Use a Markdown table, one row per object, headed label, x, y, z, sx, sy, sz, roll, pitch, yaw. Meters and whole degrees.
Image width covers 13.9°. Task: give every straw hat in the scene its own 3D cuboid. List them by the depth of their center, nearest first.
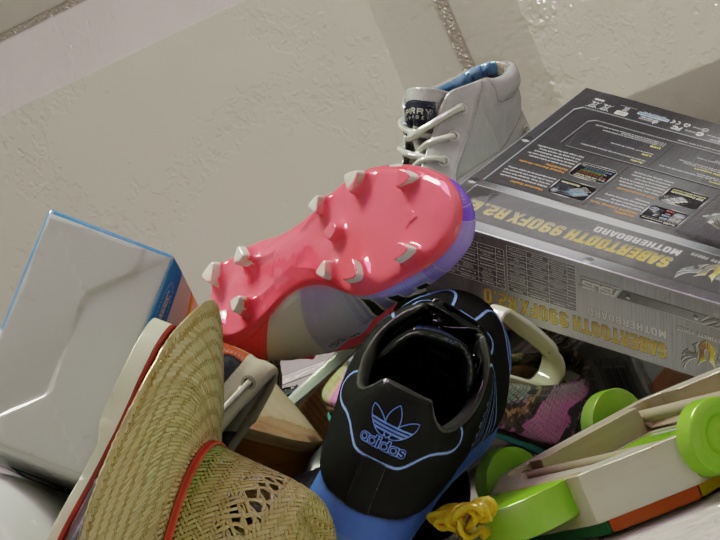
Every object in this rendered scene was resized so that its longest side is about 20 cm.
| label | x | y | z | sx | sy | sz | roll | pitch | yaw |
| --- | --- | --- | --- | --- | --- | --- | --- | --- | --- |
| straw hat | -0.056 | 0.120 | 1.184 | 0.085 | 0.201 | 0.201 | 19 | 11 | 9 |

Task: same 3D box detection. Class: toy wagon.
| label | x | y | z | sx | sy | sz | roll | pitch | yaw |
| --- | --- | --- | --- | --- | --- | --- | --- | --- | --- |
| toy wagon | 0.113 | 0.080 | 1.251 | 0.200 | 0.040 | 0.155 | -26 | 3 | -35 |

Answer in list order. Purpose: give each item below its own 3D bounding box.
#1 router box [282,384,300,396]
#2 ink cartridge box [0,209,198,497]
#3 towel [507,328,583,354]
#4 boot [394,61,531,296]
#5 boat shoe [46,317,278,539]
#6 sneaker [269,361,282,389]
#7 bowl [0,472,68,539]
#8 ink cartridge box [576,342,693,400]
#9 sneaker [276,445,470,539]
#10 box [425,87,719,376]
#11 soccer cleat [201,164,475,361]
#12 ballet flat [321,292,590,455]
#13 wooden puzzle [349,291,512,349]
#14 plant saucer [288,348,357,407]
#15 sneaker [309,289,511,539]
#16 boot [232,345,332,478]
| label | x | y | z | sx | sy | sz | roll | pitch | yaw |
| --- | --- | --- | --- | --- | --- | --- | --- | --- | --- |
| router box | -0.135 | 0.139 | 1.824 | 0.150 | 0.062 | 0.200 | -16 | 6 | 44 |
| ink cartridge box | -0.131 | 0.053 | 1.452 | 0.067 | 0.116 | 0.200 | 20 | -9 | 7 |
| towel | 0.083 | 0.049 | 1.608 | 0.200 | 0.024 | 0.147 | -42 | 4 | 8 |
| boot | 0.030 | -0.050 | 1.573 | 0.073 | 0.096 | 0.200 | -1 | 18 | 32 |
| boat shoe | -0.101 | 0.119 | 1.311 | 0.071 | 0.062 | 0.200 | 89 | -157 | -71 |
| sneaker | -0.101 | 0.116 | 1.592 | 0.200 | 0.078 | 0.082 | -54 | 15 | -26 |
| bowl | -0.219 | 0.160 | 1.400 | 0.200 | 0.075 | 0.200 | -32 | -16 | 8 |
| ink cartridge box | 0.214 | 0.018 | 1.595 | 0.200 | 0.050 | 0.162 | -20 | 1 | -12 |
| sneaker | 0.010 | 0.111 | 1.353 | 0.104 | 0.060 | 0.200 | -9 | 2 | 24 |
| box | 0.156 | -0.019 | 1.489 | 0.200 | 0.048 | 0.158 | 17 | 38 | 32 |
| soccer cleat | 0.000 | 0.000 | 1.431 | 0.076 | 0.067 | 0.200 | 18 | -27 | -34 |
| ballet flat | 0.050 | 0.049 | 1.420 | 0.069 | 0.071 | 0.200 | 22 | 6 | 34 |
| wooden puzzle | 0.022 | 0.006 | 1.619 | 0.185 | 0.037 | 0.200 | -8 | 11 | 14 |
| plant saucer | 0.001 | 0.070 | 1.670 | 0.200 | 0.050 | 0.200 | -43 | 3 | 2 |
| sneaker | 0.033 | 0.045 | 1.275 | 0.200 | 0.070 | 0.078 | -61 | -5 | -62 |
| boot | -0.079 | 0.110 | 1.464 | 0.144 | 0.071 | 0.201 | -47 | -26 | 16 |
